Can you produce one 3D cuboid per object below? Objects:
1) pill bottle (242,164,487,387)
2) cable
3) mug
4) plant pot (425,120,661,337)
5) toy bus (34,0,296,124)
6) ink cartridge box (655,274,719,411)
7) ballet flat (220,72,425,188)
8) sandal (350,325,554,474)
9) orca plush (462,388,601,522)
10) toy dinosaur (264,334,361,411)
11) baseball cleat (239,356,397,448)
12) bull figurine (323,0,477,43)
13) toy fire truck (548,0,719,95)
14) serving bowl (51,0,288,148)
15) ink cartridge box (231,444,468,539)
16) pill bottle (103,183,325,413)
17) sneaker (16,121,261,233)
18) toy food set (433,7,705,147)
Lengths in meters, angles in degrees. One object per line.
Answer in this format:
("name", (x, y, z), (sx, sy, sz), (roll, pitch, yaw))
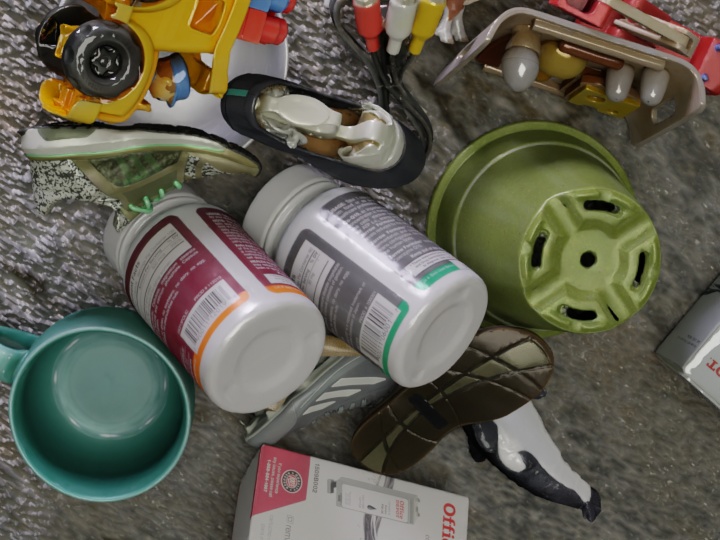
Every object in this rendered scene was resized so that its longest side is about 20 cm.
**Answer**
("pill bottle", (0.000, 0.000, 1.531), (0.200, 0.113, 0.113), (38, 92, 29))
("cable", (0.022, -0.170, 1.547), (0.097, 0.050, 0.200), (-1, 126, -2))
("mug", (-0.225, 0.095, 1.550), (0.152, 0.114, 0.185), (-30, 101, 4))
("plant pot", (0.172, -0.021, 1.563), (0.199, 0.190, 0.201), (-2, 100, -9))
("toy bus", (-0.148, -0.200, 1.458), (0.192, 0.136, 0.200), (17, 98, -27))
("ink cartridge box", (0.391, 0.053, 1.664), (0.147, 0.083, 0.200), (41, 90, -13))
("ballet flat", (-0.021, -0.116, 1.520), (0.200, 0.073, 0.073), (18, 96, -26))
("sandal", (0.078, 0.108, 1.585), (0.200, 0.055, 0.082), (-39, 104, 22))
("orca plush", (0.136, 0.154, 1.663), (0.200, 0.071, 0.105), (39, 47, -17))
("toy dinosaur", (-0.077, 0.064, 1.561), (0.200, 0.058, 0.101), (16, 72, 12))
("baseball cleat", (-0.006, 0.108, 1.615), (0.200, 0.070, 0.106), (-42, 102, 0))
("bull figurine", (0.062, -0.262, 1.569), (0.199, 0.065, 0.122), (10, 103, -6))
("toy fire truck", (0.248, -0.208, 1.570), (0.200, 0.141, 0.049), (25, 94, -12))
("serving bowl", (-0.163, -0.184, 1.545), (0.199, 0.066, 0.201), (-2, 100, -9))
("ink cartridge box", (-0.011, 0.252, 1.594), (0.199, 0.147, 0.083), (15, 141, -12))
("pill bottle", (-0.126, 0.017, 1.507), (0.114, 0.200, 0.114), (-23, 136, -24))
("sneaker", (-0.181, -0.075, 1.491), (0.199, 0.077, 0.089), (3, 100, -2))
("toy food set", (0.177, -0.156, 1.560), (0.200, 0.143, 0.061), (17, 76, -12))
